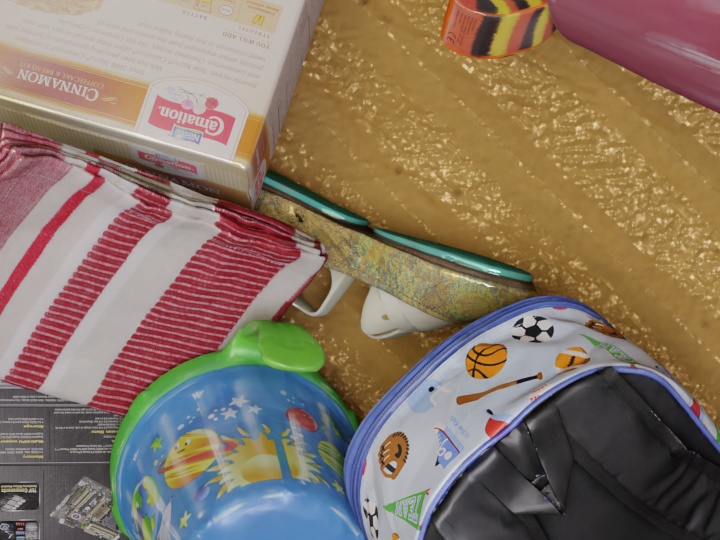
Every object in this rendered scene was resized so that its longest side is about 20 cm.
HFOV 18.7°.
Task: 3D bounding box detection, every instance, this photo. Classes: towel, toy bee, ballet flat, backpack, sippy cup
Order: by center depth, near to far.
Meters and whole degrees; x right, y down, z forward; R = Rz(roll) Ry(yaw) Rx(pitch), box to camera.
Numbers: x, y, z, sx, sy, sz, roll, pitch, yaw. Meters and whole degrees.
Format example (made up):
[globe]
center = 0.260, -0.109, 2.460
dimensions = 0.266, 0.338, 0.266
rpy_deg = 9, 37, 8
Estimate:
[backpack]
center = 0.087, 0.105, 1.053
dimensions = 0.200, 0.191, 0.154
rpy_deg = -43, 48, -8
[towel]
center = -0.130, 0.012, 1.107
dimensions = 0.144, 0.200, 0.023
rpy_deg = -51, 39, 26
[sippy cup]
center = -0.054, 0.126, 1.114
dimensions = 0.139, 0.130, 0.178
rpy_deg = -27, 114, -2
[toy bee]
center = 0.100, -0.195, 1.125
dimensions = 0.108, 0.131, 0.201
rpy_deg = 8, 77, -5
[ballet flat]
center = 0.000, 0.000, 1.168
dimensions = 0.200, 0.071, 0.071
rpy_deg = 22, 94, 25

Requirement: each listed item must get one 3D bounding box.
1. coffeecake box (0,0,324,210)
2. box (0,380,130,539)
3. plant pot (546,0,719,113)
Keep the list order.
[coffeecake box]
center = -0.100, -0.151, 1.162
dimensions = 0.153, 0.073, 0.200
rpy_deg = 16, 73, 5
[box]
center = -0.198, 0.120, 1.178
dimensions = 0.199, 0.048, 0.159
rpy_deg = 1, 87, -20
[plant pot]
center = 0.194, -0.153, 1.043
dimensions = 0.179, 0.200, 0.201
rpy_deg = 16, 92, 25
